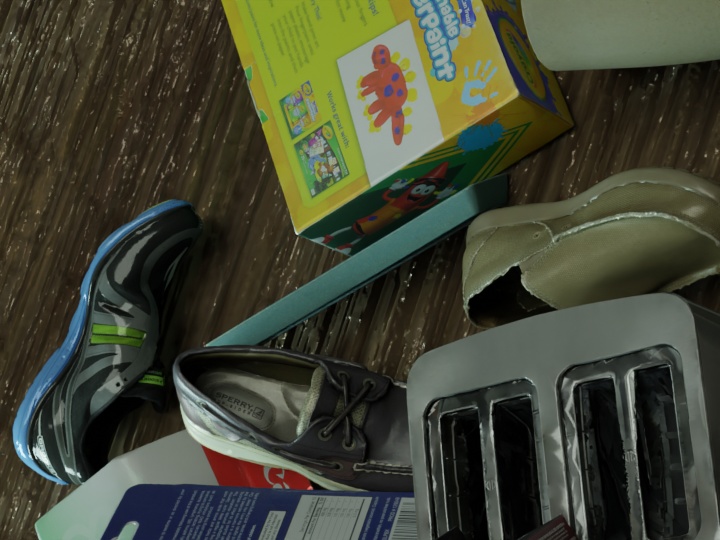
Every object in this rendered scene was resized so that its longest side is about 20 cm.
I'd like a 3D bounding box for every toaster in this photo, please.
[{"bbox_3d":[0.131,0.110,1.117,0.180,0.119,0.201,-14,68,29],"label":"toaster"}]

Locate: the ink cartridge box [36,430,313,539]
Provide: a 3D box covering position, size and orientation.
[{"bbox_3d":[-0.090,0.168,1.283,0.200,0.050,0.161,-40,59,21],"label":"ink cartridge box"}]

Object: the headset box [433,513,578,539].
[{"bbox_3d":[0.084,0.212,0.983,0.075,0.149,0.200,-35,81,25],"label":"headset box"}]

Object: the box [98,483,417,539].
[{"bbox_3d":[-0.051,0.167,1.189,0.199,0.121,0.032,2,120,13],"label":"box"}]

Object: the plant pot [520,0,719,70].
[{"bbox_3d":[0.207,-0.192,1.132,0.199,0.187,0.188,7,80,22],"label":"plant pot"}]

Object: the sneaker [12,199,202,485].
[{"bbox_3d":[-0.148,0.048,1.361,0.083,0.071,0.200,28,94,22],"label":"sneaker"}]

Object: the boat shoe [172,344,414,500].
[{"bbox_3d":[-0.020,0.085,1.236,0.199,0.065,0.072,12,69,21],"label":"boat shoe"}]

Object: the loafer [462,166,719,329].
[{"bbox_3d":[0.131,-0.003,1.158,0.200,0.076,0.068,-15,49,51],"label":"loafer"}]

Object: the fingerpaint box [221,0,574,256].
[{"bbox_3d":[0.016,-0.136,1.293,0.167,0.073,0.200,-32,61,24],"label":"fingerpaint box"}]

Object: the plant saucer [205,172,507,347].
[{"bbox_3d":[0.000,0.000,1.272,0.200,0.070,0.019,-30,87,23],"label":"plant saucer"}]
